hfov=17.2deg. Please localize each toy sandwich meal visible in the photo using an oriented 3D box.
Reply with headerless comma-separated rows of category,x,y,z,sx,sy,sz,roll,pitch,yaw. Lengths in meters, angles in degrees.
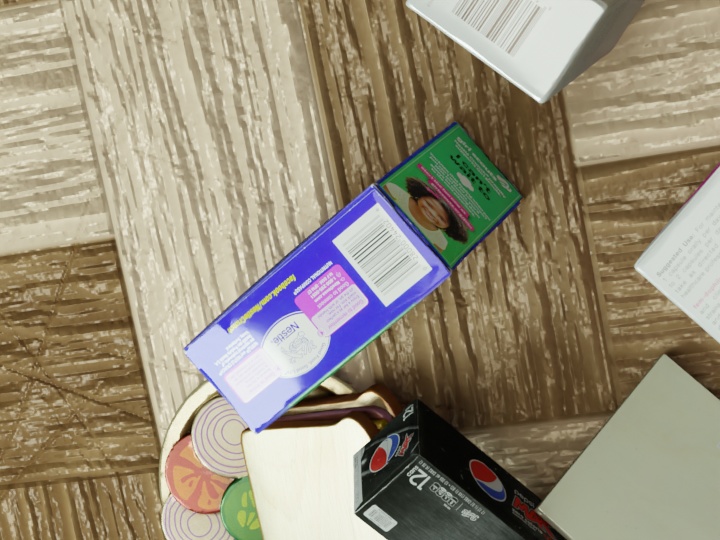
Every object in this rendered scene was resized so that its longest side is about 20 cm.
toy sandwich meal,-0.051,0.156,1.617,0.204,0.070,0.207,4,105,16

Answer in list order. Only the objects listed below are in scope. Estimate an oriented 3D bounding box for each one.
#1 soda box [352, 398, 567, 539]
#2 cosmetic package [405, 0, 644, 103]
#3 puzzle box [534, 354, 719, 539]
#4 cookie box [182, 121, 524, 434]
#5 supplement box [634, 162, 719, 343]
soda box,0.086,0.175,1.538,0.200,0.071,0.063,40,112,-20
cosmetic package,0.109,-0.171,1.417,0.101,0.200,0.071,36,110,5
puzzle box,0.228,0.169,1.526,0.200,0.025,0.133,41,80,4
cookie box,0.000,0.000,1.494,0.171,0.200,0.075,-40,91,22
supplement box,0.280,0.017,1.465,0.200,0.101,0.104,40,111,4
